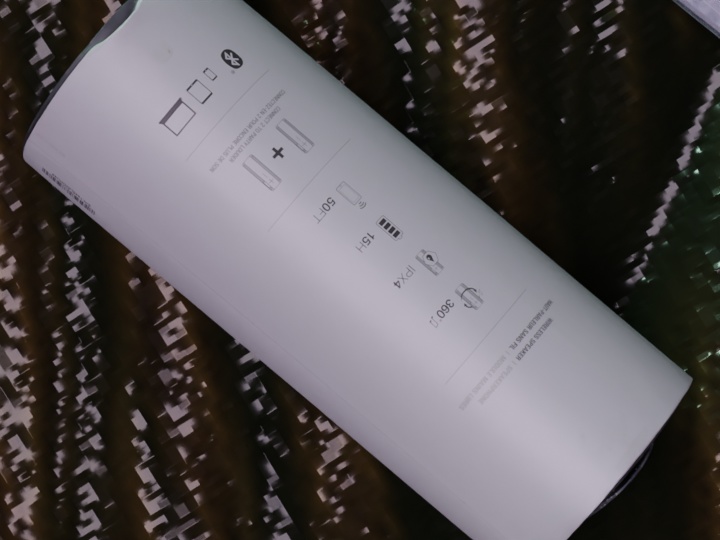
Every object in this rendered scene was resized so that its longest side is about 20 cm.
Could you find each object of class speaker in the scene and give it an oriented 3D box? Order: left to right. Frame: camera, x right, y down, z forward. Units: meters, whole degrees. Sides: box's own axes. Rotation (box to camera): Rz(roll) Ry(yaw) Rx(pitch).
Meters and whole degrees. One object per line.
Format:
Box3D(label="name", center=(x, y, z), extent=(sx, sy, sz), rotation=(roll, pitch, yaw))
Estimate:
Box3D(label="speaker", center=(0.000, 0.000, 0.793), extent=(0.200, 0.081, 0.081), rotation=(40, 102, 2))

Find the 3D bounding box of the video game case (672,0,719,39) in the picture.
Box3D(label="video game case", center=(0.089, -0.174, 0.787), extent=(0.200, 0.019, 0.143), rotation=(40, 102, 3))
